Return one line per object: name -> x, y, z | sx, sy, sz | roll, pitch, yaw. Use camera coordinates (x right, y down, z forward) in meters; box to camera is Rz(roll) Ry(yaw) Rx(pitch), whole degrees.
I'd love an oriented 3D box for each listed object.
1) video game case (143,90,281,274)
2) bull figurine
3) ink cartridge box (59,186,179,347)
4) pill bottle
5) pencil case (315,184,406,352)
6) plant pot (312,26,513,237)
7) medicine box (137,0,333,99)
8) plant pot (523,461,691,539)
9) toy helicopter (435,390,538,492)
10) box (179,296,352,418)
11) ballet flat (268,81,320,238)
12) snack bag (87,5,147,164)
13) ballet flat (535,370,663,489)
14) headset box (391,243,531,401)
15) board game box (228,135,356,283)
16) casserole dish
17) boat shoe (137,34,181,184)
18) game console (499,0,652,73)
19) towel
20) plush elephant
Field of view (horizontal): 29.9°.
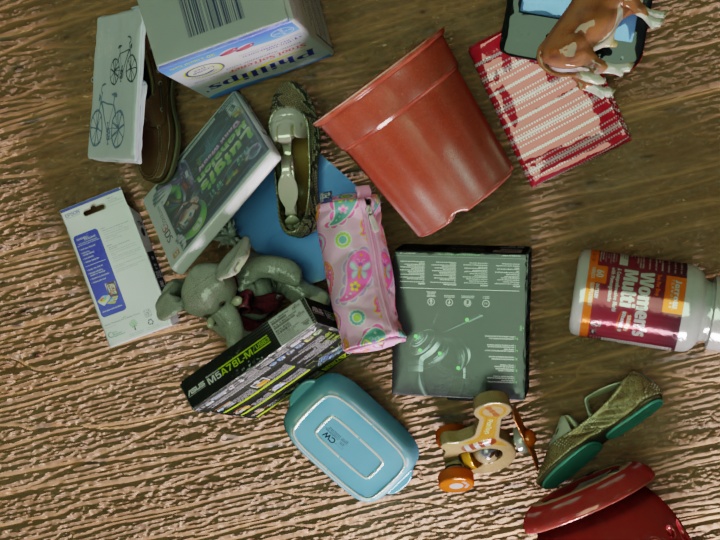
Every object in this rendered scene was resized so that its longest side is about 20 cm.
video game case -> -0.196, -0.117, 1.739 | 0.023, 0.182, 0.200 | 33, 104, -36
bull figurine -> 0.297, -0.309, 1.622 | 0.121, 0.065, 0.201 | 34, 93, 2
ink cartridge box -> -0.327, -0.006, 1.833 | 0.099, 0.039, 0.201 | -19, 93, 12
pill bottle -> 0.363, 0.041, 1.668 | 0.198, 0.110, 0.110 | 8, 97, 10
pencil case -> 0.000, 0.000, 1.668 | 0.087, 0.087, 0.202 | -11, 85, 12
plant pot -> 0.077, -0.162, 1.671 | 0.200, 0.201, 0.196 | -35, 97, 12
medicine box -> -0.151, -0.305, 1.682 | 0.181, 0.200, 0.104 | -18, 82, 12
plant pot -> 0.307, 0.348, 1.671 | 0.199, 0.200, 0.183 | -27, 83, 12
toy helicopter -> 0.166, 0.207, 1.695 | 0.131, 0.201, 0.079 | 0, 57, -2
box -> -0.105, 0.116, 1.724 | 0.199, 0.193, 0.048 | -35, 73, 13
ballet flat -> -0.086, -0.140, 1.713 | 0.067, 0.075, 0.202 | -3, 94, 16
snack bag -> -0.313, -0.240, 1.747 | 0.021, 0.188, 0.202 | 2, 93, -29
ballet flat -> 0.296, 0.200, 1.730 | 0.200, 0.070, 0.065 | -38, 61, 10
headset box -> 0.131, 0.071, 1.724 | 0.173, 0.093, 0.202 | 1, 96, 10
board game box -> -0.080, -0.081, 1.779 | 0.200, 0.039, 0.158 | 41, 106, 10
casserole dish -> -0.013, 0.226, 1.777 | 0.200, 0.039, 0.121 | 43, 104, -7
boat shoe -> -0.283, -0.215, 1.778 | 0.072, 0.068, 0.202 | 0, 91, 35
game console -> 0.274, -0.351, 1.667 | 0.175, 0.031, 0.202 | 10, 92, 1
towel -> 0.239, -0.226, 1.709 | 0.144, 0.022, 0.201 | -25, 91, 13
plush elephant -> -0.164, 0.034, 1.723 | 0.164, 0.155, 0.201 | -34, 92, 31
